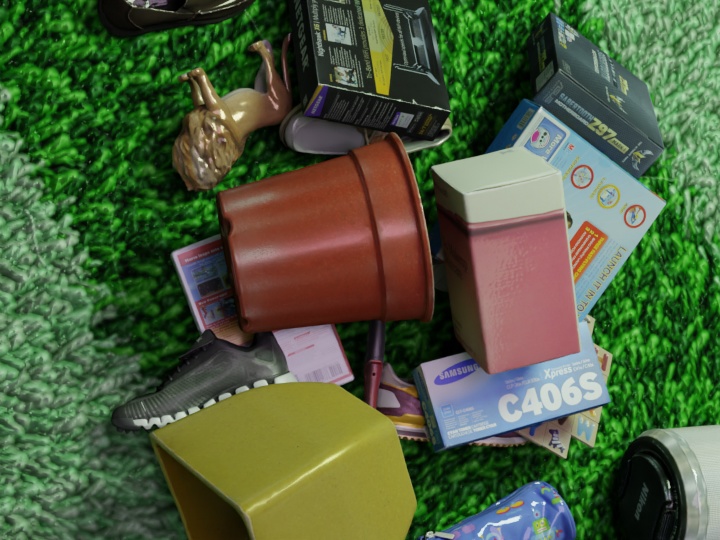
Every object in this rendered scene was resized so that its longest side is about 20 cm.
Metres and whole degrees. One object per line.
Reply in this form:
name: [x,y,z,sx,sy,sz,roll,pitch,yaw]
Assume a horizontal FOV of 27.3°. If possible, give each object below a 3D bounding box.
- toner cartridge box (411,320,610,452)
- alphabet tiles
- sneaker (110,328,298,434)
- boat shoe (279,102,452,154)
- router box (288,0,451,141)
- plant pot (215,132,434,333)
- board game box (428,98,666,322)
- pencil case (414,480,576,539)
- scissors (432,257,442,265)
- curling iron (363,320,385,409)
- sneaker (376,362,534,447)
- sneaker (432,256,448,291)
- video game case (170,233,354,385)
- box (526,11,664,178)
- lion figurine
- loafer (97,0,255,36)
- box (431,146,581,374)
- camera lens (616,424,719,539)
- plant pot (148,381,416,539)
toner cartridge box: [0.164,0.126,1.616,0.199,0.043,0.096,-14,79,-15]
alphabet tiles: [0.212,0.110,1.700,0.166,0.006,0.201,30,52,-14]
sneaker: [-0.168,0.111,1.548,0.199,0.066,0.091,-15,88,-11]
boat shoe: [0.010,-0.161,1.650,0.199,0.075,0.069,-14,48,-22]
router box: [0.007,-0.244,1.633,0.156,0.052,0.201,10,49,-21]
plant pot: [-0.042,-0.025,1.530,0.194,0.201,0.202,-12,87,-7]
board game box: [0.205,-0.053,1.653,0.195,0.056,0.201,34,96,-22]
pencil case: [0.143,0.300,1.645,0.199,0.078,0.087,-21,113,-24]
scissors: [0.000,0.000,1.651,0.199,0.014,0.074,13,82,-12]
curling iron: [0.007,0.105,1.612,0.049,0.025,0.202,19,79,-35]
sneaker: [0.111,0.147,1.656,0.199,0.075,0.091,5,86,-21]
sneaker: [0.152,-0.055,1.707,0.200,0.071,0.073,-41,112,0]
video game case: [-0.105,0.050,1.606,0.142,0.017,0.201,-21,91,-15]
box: [0.269,-0.206,1.715,0.157,0.200,0.051,35,116,-14]
lion figurine: [-0.128,-0.174,1.611,0.199,0.072,0.123,-29,101,-26]
loafer: [-0.183,-0.302,1.605,0.199,0.071,0.073,-24,92,-22]
box: [0.151,-0.013,1.552,0.108,0.128,0.201,-13,109,-9]
camera lens: [0.408,0.259,1.711,0.199,0.160,0.161,-1,83,-21]
plant pot: [-0.059,0.224,1.485,0.199,0.194,0.197,-30,123,-24]
